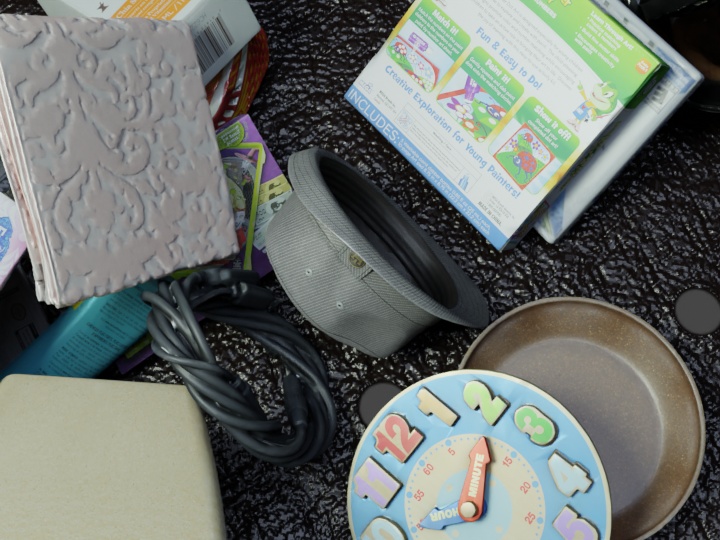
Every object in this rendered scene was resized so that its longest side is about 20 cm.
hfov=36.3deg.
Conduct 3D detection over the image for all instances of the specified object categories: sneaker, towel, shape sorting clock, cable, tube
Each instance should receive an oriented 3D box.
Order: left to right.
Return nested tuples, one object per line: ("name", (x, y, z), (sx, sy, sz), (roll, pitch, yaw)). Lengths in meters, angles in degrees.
("tube", (-0.223, 0.066, 0.837), (0.200, 0.077, 0.051), (-41, 58, 5))
("towel", (-0.172, -0.084, 0.779), (0.032, 0.199, 0.193), (-11, 94, 33))
("sneaker", (-0.145, -0.133, 0.954), (0.076, 0.073, 0.201), (11, 63, 26))
("cable", (-0.088, 0.072, 0.809), (0.051, 0.200, 0.164), (-31, 78, 17))
("shape sorting clock", (0.083, 0.174, 0.806), (0.198, 0.039, 0.203), (-1, 86, 21))

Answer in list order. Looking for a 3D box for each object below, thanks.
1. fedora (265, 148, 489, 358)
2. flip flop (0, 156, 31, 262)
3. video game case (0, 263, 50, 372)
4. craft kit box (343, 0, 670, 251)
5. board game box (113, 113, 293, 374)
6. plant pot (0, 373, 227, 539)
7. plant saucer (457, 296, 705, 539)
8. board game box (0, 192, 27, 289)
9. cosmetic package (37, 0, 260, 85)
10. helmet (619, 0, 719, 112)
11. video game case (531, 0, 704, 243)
("fedora", (0.000, 0.000, 0.864), (0.200, 0.177, 0.090), (42, 107, -11))
("flip flop", (-0.299, -0.075, 0.927), (0.081, 0.058, 0.200), (-41, 79, -18))
("video game case", (-0.354, 0.067, 0.891), (0.199, 0.018, 0.144), (-28, 72, -11))
("craft kit box", (0.114, -0.156, 0.909), (0.200, 0.048, 0.198), (47, 115, 16))
("board game box", (-0.144, -0.023, 0.891), (0.199, 0.032, 0.121), (-35, 111, -14))
("plant pot", (-0.187, 0.183, 0.753), (0.198, 0.201, 0.179), (4, 55, -8))
("plant saucer", (0.167, 0.121, 0.863), (0.198, 0.037, 0.203), (0, 68, 0))
("board game box", (-0.307, 0.053, 0.783), (0.041, 0.200, 0.201), (34, 71, -15))
("cosmetic package", (-0.192, -0.233, 0.945), (0.199, 0.071, 0.102), (33, 74, 34))
("helmet", (0.324, -0.247, 0.925), (0.199, 0.201, 0.191), (34, 54, 12))
("video game case", (0.152, -0.157, 0.925), (0.200, 0.022, 0.183), (46, 112, 16))
